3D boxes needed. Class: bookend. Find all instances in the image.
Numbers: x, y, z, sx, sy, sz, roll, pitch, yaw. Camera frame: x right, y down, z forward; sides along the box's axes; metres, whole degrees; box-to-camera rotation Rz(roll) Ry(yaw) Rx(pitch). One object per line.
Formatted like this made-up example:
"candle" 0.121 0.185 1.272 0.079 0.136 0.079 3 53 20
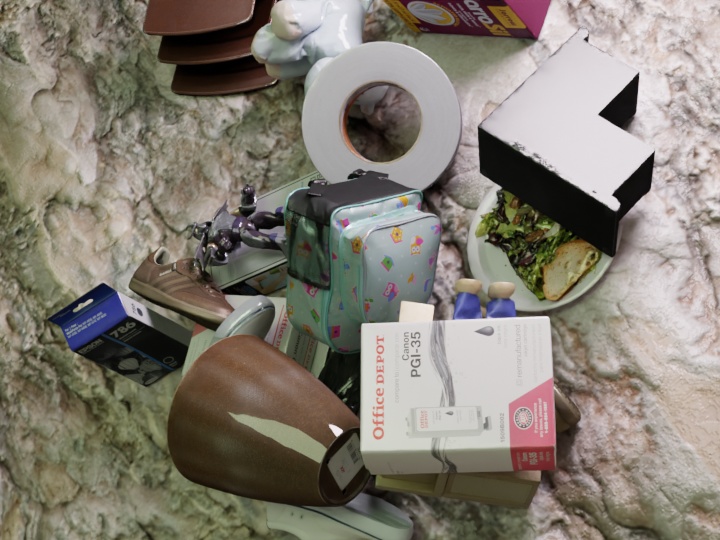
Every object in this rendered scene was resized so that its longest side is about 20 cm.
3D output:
"bookend" 0.274 -0.154 1.670 0.199 0.092 0.200 35 67 26

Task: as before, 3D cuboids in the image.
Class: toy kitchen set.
"toy kitchen set" 0.110 0.171 1.648 0.180 0.163 0.200 8 59 1

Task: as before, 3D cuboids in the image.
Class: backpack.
"backpack" 0.000 0.000 1.715 0.153 0.176 0.200 29 121 34

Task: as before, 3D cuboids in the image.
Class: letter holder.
"letter holder" -0.212 -0.337 2.073 0.200 0.101 0.142 0 70 32

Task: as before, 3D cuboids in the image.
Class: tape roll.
"tape roll" 0.028 -0.185 1.809 0.200 0.066 0.201 0 92 7

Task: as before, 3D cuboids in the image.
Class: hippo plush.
"hippo plush" -0.033 -0.276 1.932 0.200 0.159 0.161 -20 70 -26

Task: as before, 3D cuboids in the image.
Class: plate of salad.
"plate of salad" 0.213 -0.048 1.703 0.200 0.048 0.200 -14 62 27

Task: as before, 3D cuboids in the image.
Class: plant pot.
"plant pot" -0.085 0.189 1.632 0.200 0.187 0.187 18 79 40

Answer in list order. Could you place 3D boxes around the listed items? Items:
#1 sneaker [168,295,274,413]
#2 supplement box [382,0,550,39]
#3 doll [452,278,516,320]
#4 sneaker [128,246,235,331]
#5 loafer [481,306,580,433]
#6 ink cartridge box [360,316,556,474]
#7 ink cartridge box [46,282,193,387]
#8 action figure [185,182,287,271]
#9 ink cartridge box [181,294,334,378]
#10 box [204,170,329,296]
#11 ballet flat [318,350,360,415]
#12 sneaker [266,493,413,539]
"sneaker" -0.154 0.126 1.751 0.071 0.073 0.200 39 104 28
"supplement box" 0.133 -0.376 1.855 0.200 0.131 0.103 10 75 36
"doll" 0.131 0.110 1.562 0.136 0.048 0.200 6 65 -12
"sneaker" -0.221 0.020 1.846 0.200 0.070 0.076 20 79 38
"loafer" 0.167 0.116 1.636 0.067 0.076 0.200 -42 52 1
"ink cartridge box" 0.100 0.131 1.483 0.199 0.083 0.147 -3 67 7
"ink cartridge box" -0.306 0.087 1.868 0.099 0.200 0.039 -31 54 18
"action figure" -0.139 -0.055 1.833 0.200 0.069 0.130 0 56 26
"ink cartridge box" -0.120 0.096 1.831 0.200 0.067 0.117 1 69 33
"box" -0.105 -0.044 1.892 0.200 0.060 0.117 -22 58 22
"ballet flat" -0.023 0.165 1.759 0.066 0.057 0.200 2 63 40
"sneaker" -0.026 0.299 1.687 0.200 0.073 0.071 12 101 35
